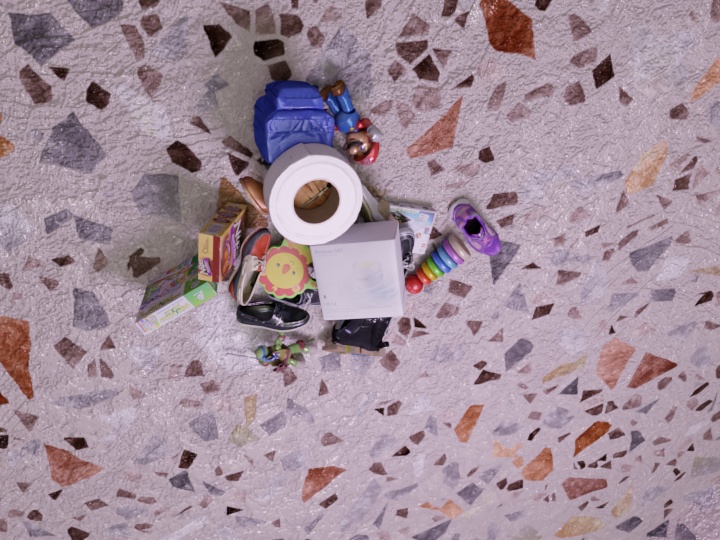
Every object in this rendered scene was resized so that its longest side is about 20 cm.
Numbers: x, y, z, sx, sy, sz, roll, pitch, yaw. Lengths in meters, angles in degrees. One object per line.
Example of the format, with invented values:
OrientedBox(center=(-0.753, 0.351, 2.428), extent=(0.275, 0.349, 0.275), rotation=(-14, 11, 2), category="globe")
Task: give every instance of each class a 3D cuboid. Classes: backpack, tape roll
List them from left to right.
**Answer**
OrientedBox(center=(-0.146, -0.323, 1.205), extent=(0.161, 0.200, 0.170), rotation=(0, 113, -20), category="backpack")
OrientedBox(center=(-0.099, -0.157, 1.153), extent=(0.200, 0.071, 0.204), rotation=(-10, 125, -15), category="tape roll")
OrientedBox(center=(0.015, 0.111, 1.515), extent=(0.165, 0.127, 0.201), rotation=(10, 123, -19), category="backpack")

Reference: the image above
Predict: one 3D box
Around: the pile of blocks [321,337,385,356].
OrientedBox(center=(-0.016, 0.211, 1.614), extent=(0.198, 0.082, 0.063), rotation=(12, 72, -28), category="pile of blocks")

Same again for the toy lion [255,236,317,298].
OrientedBox(center=(-0.159, -0.012, 1.418), extent=(0.198, 0.069, 0.193), rotation=(22, 99, -15), category="toy lion")

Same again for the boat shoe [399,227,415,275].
OrientedBox(center=(0.103, -0.029, 1.451), extent=(0.073, 0.069, 0.200), rotation=(-3, 143, -18), category="boat shoe")

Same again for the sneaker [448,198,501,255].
OrientedBox(center=(0.315, -0.101, 1.491), extent=(0.080, 0.089, 0.200), rotation=(-42, 120, 10), category="sneaker")

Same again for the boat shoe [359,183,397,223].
OrientedBox(center=(0.031, -0.154, 1.360), extent=(0.068, 0.075, 0.200), rotation=(-44, 142, -9), category="boat shoe")

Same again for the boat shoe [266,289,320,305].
OrientedBox(center=(-0.155, 0.064, 1.488), extent=(0.198, 0.068, 0.072), rotation=(14, 114, -19), category="boat shoe")

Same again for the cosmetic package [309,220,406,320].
OrientedBox(center=(0.000, 0.000, 1.329), extent=(0.197, 0.123, 0.202), rotation=(-4, 114, 10), category="cosmetic package")

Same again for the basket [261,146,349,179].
OrientedBox(center=(-0.129, -0.208, 1.311), extent=(0.198, 0.136, 0.124), rotation=(-4, 123, -10), category="basket")

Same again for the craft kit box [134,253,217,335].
OrientedBox(center=(-0.435, 0.044, 1.341), extent=(0.199, 0.198, 0.049), rotation=(-29, 122, 4), category="craft kit box")

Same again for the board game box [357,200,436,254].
OrientedBox(center=(0.090, -0.116, 1.463), extent=(0.198, 0.035, 0.127), rotation=(7, 117, -16), category="board game box")

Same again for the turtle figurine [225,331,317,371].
OrientedBox(center=(-0.230, 0.202, 1.544), extent=(0.193, 0.199, 0.145), rotation=(19, 85, -45), category="turtle figurine")

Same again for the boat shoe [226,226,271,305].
OrientedBox(center=(-0.261, -0.011, 1.344), extent=(0.071, 0.063, 0.201), rotation=(6, 119, -49), category="boat shoe")

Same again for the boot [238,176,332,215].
OrientedBox(center=(-0.150, -0.178, 1.204), extent=(0.154, 0.074, 0.200), rotation=(-39, 133, 15), category="boot")

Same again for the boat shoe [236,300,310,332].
OrientedBox(center=(-0.232, 0.112, 1.470), extent=(0.197, 0.075, 0.066), rotation=(6, 142, 2), category="boat shoe")

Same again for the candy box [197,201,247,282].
OrientedBox(center=(-0.319, -0.071, 1.301), extent=(0.056, 0.200, 0.118), rotation=(10, 118, 1), category="candy box")

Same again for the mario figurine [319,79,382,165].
OrientedBox(center=(-0.027, -0.325, 1.279), extent=(0.106, 0.123, 0.201), rotation=(-38, 116, -5), category="mario figurine")

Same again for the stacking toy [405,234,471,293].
OrientedBox(center=(0.204, -0.007, 1.529), extent=(0.200, 0.086, 0.085), rotation=(-41, 119, 18), category="stacking toy")
